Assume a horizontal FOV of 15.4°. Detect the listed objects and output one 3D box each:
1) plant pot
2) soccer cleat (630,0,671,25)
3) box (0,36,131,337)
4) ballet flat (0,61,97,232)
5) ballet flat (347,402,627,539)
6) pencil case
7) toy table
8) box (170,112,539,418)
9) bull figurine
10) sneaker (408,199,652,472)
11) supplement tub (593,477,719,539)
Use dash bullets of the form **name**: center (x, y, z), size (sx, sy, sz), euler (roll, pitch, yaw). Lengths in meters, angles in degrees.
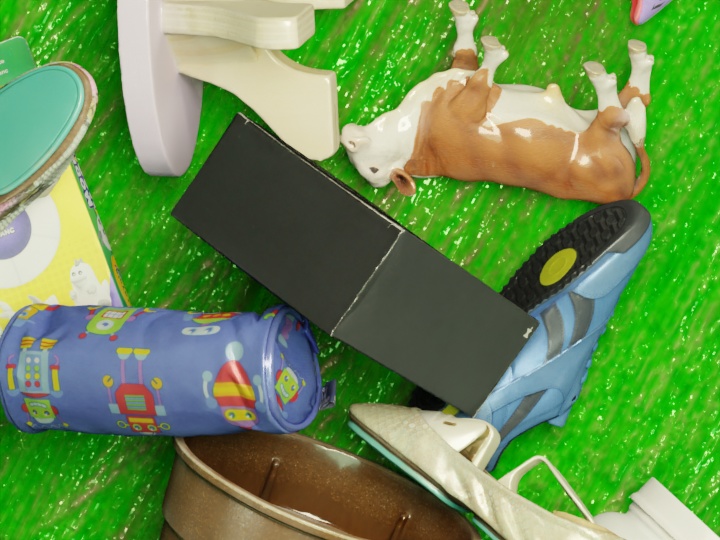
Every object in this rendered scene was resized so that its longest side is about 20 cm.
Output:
- **plant pot**: center (-0.053, 0.218, 1.623), size (0.200, 0.200, 0.199), euler (20, 100, -3)
- **soccer cleat**: center (0.122, -0.235, 1.661), size (0.200, 0.068, 0.073), euler (35, 95, -6)
- **box**: center (-0.227, -0.036, 1.666), size (0.117, 0.048, 0.200), euler (-21, 92, -1)
- **ballet flat**: center (-0.227, -0.046, 1.609), size (0.200, 0.071, 0.069), euler (-45, 63, 6)
- **ballet flat**: center (0.080, 0.128, 1.613), size (0.200, 0.067, 0.062), euler (38, 90, 23)
- **pencil case**: center (-0.117, 0.057, 1.583), size (0.199, 0.087, 0.078), euler (-1, 125, 25)
- **toy table**: center (-0.074, -0.157, 1.612), size (0.117, 0.184, 0.201), euler (1, 117, 12)
- **box**: center (0.000, 0.000, 1.579), size (0.141, 0.200, 0.079), euler (33, 90, 32)
- **bull figurine**: center (0.089, -0.095, 1.657), size (0.199, 0.065, 0.122), euler (9, 126, -10)
- **sneaker**: center (0.121, 0.043, 1.674), size (0.078, 0.066, 0.200), euler (39, 99, -22)
- **supplement tub**: center (0.158, 0.242, 1.647), size (0.145, 0.145, 0.200), euler (42, 90, -4)
